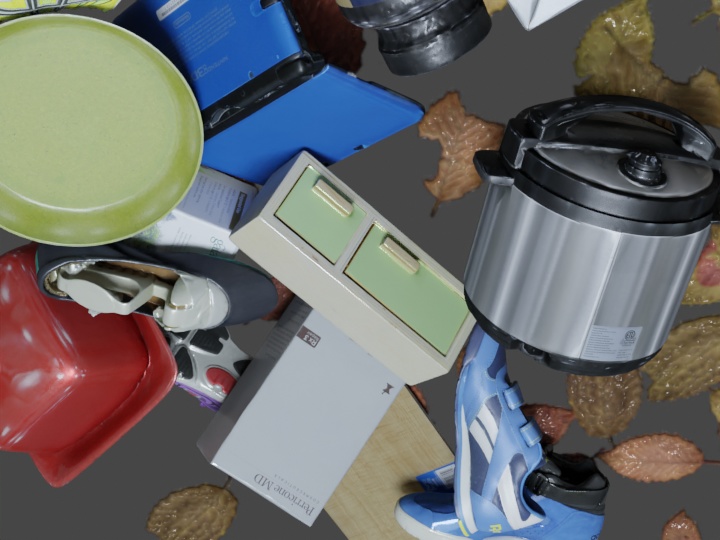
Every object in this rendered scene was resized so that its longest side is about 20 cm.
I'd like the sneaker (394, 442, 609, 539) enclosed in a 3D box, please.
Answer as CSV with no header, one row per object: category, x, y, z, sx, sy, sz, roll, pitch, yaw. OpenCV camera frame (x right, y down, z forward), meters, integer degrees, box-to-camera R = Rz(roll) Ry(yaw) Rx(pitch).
sneaker,0.138,0.209,1.192,0.200,0.077,0.111,10,110,-1

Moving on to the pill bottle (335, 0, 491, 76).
pill bottle,0.017,-0.245,0.894,0.112,0.112,0.200,-20,118,17

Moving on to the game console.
game console,-0.077,-0.157,0.974,0.200,0.118,0.171,-21,90,46

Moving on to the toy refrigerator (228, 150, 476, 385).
toy refrigerator,0.000,0.000,1.016,0.200,0.076,0.070,40,150,-13

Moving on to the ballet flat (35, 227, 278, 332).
ballet flat,-0.168,0.018,1.013,0.200,0.073,0.073,14,123,-4

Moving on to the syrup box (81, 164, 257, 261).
syrup box,-0.195,-0.058,1.054,0.200,0.081,0.079,22,125,-11

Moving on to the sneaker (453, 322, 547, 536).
sneaker,0.127,0.139,1.124,0.082,0.074,0.200,0,95,15

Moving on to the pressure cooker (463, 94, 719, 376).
pressure cooker,0.183,-0.041,0.968,0.179,0.176,0.200,30,125,27

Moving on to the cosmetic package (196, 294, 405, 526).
cosmetic package,-0.040,0.105,1.090,0.113,0.081,0.200,33,83,-17

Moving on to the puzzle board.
puzzle board,0.022,0.199,1.241,0.151,0.017,0.200,-25,118,19

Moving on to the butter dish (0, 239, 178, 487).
butter dish,-0.289,0.068,1.069,0.200,0.148,0.200,-40,70,27

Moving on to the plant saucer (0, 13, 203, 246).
plant saucer,-0.219,-0.107,0.945,0.200,0.031,0.200,-4,126,-5

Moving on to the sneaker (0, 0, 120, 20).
sneaker,-0.214,-0.209,0.891,0.200,0.075,0.076,-17,138,20

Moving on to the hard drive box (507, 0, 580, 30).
hard drive box,0.098,-0.272,0.816,0.077,0.200,0.156,-28,117,21

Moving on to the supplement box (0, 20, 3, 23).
supplement box,-0.302,-0.220,0.969,0.200,0.069,0.067,-33,117,21

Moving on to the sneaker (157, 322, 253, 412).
sneaker,-0.148,0.092,1.153,0.200,0.081,0.083,41,148,-8
